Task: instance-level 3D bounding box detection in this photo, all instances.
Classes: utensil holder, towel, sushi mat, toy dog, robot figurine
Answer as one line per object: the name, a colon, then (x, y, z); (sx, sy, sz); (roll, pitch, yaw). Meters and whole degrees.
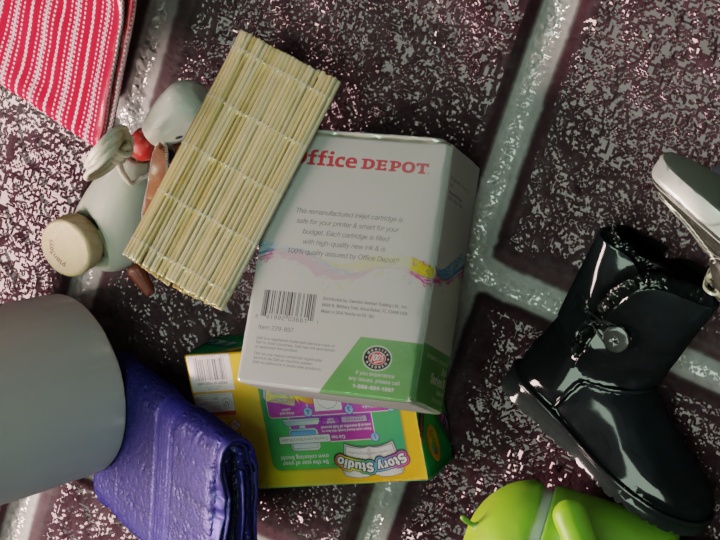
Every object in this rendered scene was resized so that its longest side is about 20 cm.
utensil holder: (-0.315, 0.115, 1.776); (0.170, 0.200, 0.170); (18, 114, 47)
towel: (-0.247, -0.196, 1.743); (0.200, 0.022, 0.145); (33, 118, 43)
towel: (-0.149, 0.163, 1.783); (0.200, 0.049, 0.148); (30, 121, 47)
sushi mat: (-0.099, -0.076, 1.662); (0.096, 0.012, 0.200); (27, 88, 16)
toy dog: (-0.168, -0.053, 1.744); (0.096, 0.132, 0.200); (44, 143, 2)
robot figurine: (0.167, 0.230, 1.671); (0.200, 0.116, 0.176); (18, 155, 5)

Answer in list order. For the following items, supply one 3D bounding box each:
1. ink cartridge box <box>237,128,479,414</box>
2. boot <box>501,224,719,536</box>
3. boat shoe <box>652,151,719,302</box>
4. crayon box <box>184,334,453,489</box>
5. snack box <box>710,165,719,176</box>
ink cartridge box: (0.000, 0.000, 1.666); (0.145, 0.087, 0.200); (5, 82, 20)
boot: (0.220, 0.081, 1.639); (0.200, 0.076, 0.168); (41, 119, 14)
boat shoe: (0.272, 0.001, 1.528); (0.200, 0.071, 0.064); (43, 115, 7)
crayon box: (-0.034, 0.110, 1.763); (0.200, 0.058, 0.119); (-5, 102, 23)
snack box: (0.348, 0.011, 1.574); (0.168, 0.068, 0.200); (-9, 98, 25)
